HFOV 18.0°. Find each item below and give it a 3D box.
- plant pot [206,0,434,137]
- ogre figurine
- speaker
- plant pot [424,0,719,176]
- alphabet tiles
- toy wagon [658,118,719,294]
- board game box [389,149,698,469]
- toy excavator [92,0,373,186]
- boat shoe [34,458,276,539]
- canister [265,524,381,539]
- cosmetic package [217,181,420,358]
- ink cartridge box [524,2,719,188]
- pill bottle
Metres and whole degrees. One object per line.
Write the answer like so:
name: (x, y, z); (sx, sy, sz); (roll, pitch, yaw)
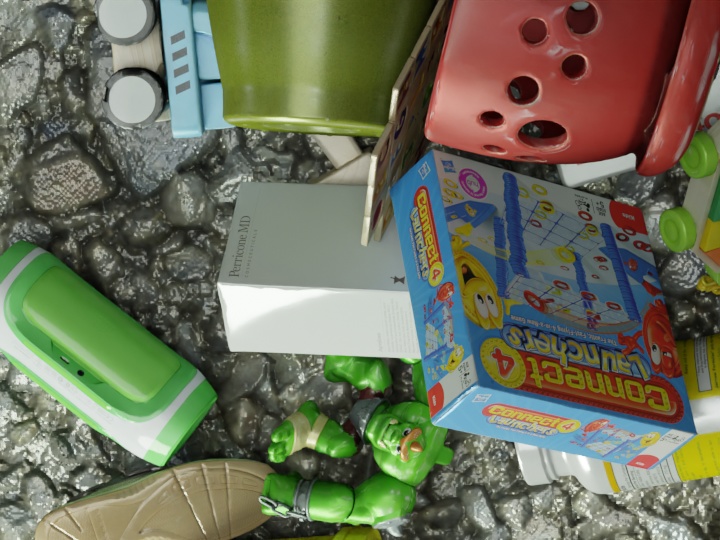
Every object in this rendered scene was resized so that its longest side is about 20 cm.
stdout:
plant pot: (-0.029, -0.196, 1.636); (0.199, 0.200, 0.194); (3, 91, 10)
ogre figurine: (0.012, 0.114, 1.757); (0.120, 0.098, 0.200); (26, 71, 17)
speaker: (-0.212, 0.066, 1.793); (0.200, 0.088, 0.089); (38, 105, 3)
plant pot: (0.150, -0.162, 1.540); (0.182, 0.200, 0.201); (16, 103, 2)
alphabet tiles: (0.042, -0.119, 1.643); (0.006, 0.200, 0.167); (20, 143, 9)
toy wagon: (0.290, -0.054, 1.649); (0.040, 0.155, 0.201); (50, 145, 38)
board game box: (0.129, 0.029, 1.611); (0.056, 0.199, 0.197); (-44, 45, 41)
toy excavator: (-0.093, -0.141, 1.736); (0.199, 0.100, 0.196); (-5, 100, 3)
boat shoe: (-0.162, 0.187, 1.816); (0.199, 0.065, 0.072); (-16, 106, -5)
canister: (-0.079, 0.285, 1.807); (0.199, 0.087, 0.149); (-6, 98, 13)
cosmetic package: (0.000, 0.000, 1.705); (0.199, 0.113, 0.081); (2, 137, 6)
ink cartridge box: (0.192, -0.175, 1.673); (0.146, 0.083, 0.201); (-17, 97, 14)
pill bottle: (0.218, 0.110, 1.708); (0.199, 0.104, 0.105); (-10, 98, 13)
